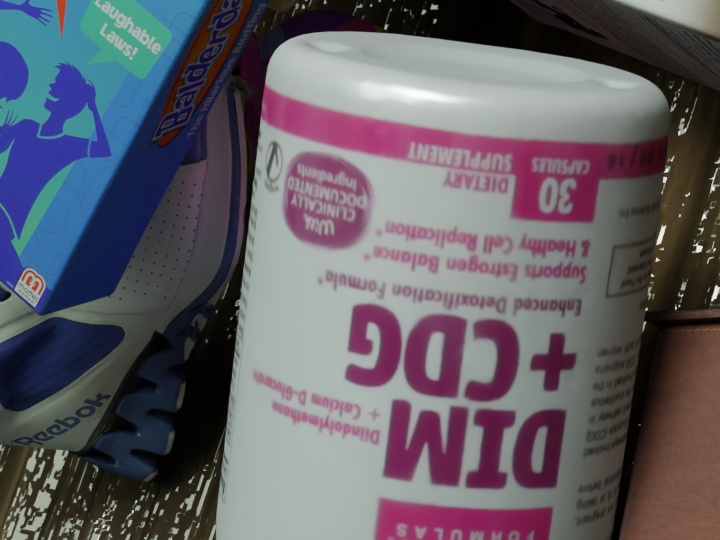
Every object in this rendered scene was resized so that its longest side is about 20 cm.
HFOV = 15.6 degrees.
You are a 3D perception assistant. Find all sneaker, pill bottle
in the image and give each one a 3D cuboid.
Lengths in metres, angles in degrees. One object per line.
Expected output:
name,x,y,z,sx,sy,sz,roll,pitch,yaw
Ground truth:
sneaker,-0.112,-0.003,0.911,0.081,0.115,0.200,-113,31,-46
pill bottle,0.019,0.039,0.740,0.113,0.113,0.200,19,107,49

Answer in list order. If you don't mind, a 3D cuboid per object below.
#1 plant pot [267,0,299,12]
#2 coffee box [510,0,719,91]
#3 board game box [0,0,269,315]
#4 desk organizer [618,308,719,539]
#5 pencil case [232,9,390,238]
plant pot,-0.015,-0.240,0.885,0.195,0.200,0.194,36,131,21
coffee box,0.124,-0.118,0.832,0.200,0.080,0.113,28,88,49
board game box,-0.100,-0.111,0.821,0.152,0.045,0.200,39,116,18
desk organizer,0.168,0.055,0.696,0.200,0.072,0.077,-3,68,44
pencil case,0.000,0.000,0.886,0.088,0.088,0.200,-40,46,21
